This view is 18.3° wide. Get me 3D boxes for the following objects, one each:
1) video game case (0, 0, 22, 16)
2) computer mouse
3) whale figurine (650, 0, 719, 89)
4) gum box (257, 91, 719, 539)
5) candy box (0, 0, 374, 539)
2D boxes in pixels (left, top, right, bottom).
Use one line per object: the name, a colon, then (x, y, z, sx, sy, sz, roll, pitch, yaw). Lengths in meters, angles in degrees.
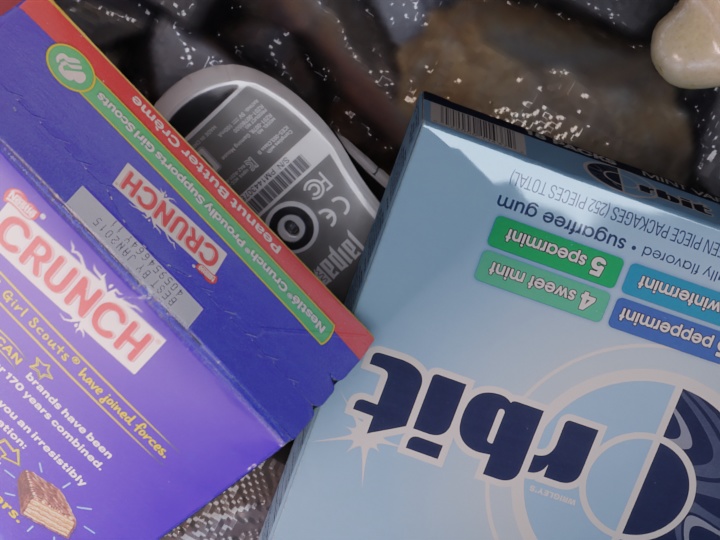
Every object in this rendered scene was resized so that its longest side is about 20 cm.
video game case: (-0.198, -0.117, 0.754, 0.199, 0.017, 0.144, 6, 114, -37)
computer mouse: (0.000, 0.000, 0.837, 0.109, 0.044, 0.200, -39, 103, 14)
whale figurine: (0.154, -0.134, 0.786, 0.199, 0.104, 0.160, 34, 103, 20)
gum box: (0.067, 0.059, 0.808, 0.168, 0.045, 0.201, 19, 109, -5)
candy box: (-0.124, 0.027, 0.788, 0.169, 0.077, 0.200, 47, 130, -7)
